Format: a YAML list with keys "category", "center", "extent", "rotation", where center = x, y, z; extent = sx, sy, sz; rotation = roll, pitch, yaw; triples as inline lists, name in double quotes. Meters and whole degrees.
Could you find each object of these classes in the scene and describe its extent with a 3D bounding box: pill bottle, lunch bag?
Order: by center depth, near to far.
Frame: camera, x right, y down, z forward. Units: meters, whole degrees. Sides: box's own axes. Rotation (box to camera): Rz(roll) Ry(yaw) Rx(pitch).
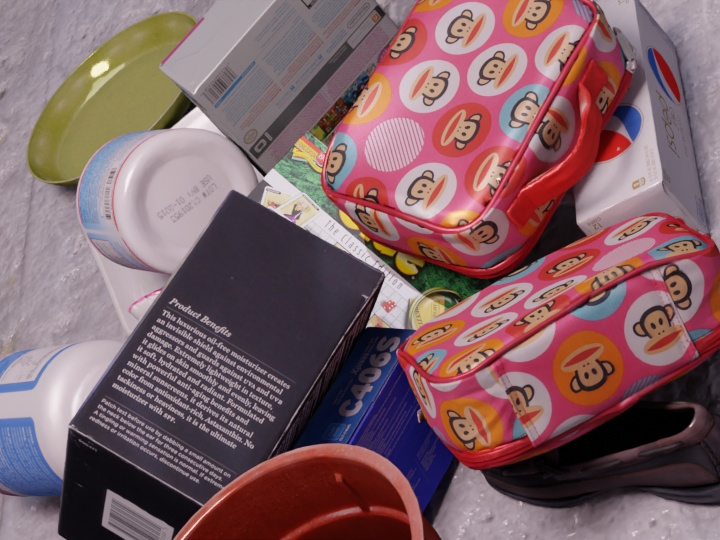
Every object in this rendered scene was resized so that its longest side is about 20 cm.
- category: "lunch bag"
  center: [0.122, 0.036, 1.325]
  extent: [0.200, 0.082, 0.176]
  rotation: [-27, 14, -5]
- category: "lunch bag"
  center: [0.086, -0.099, 1.425]
  extent: [0.176, 0.082, 0.200]
  rotation: [20, 72, 42]
- category: "pill bottle"
  center: [-0.206, 0.109, 1.572]
  extent: [0.200, 0.112, 0.112]
  rotation: [-8, 49, 52]
- category: "pill bottle"
  center: [-0.153, -0.053, 1.626]
  extent: [0.109, 0.109, 0.200]
  rotation: [-52, 17, -10]

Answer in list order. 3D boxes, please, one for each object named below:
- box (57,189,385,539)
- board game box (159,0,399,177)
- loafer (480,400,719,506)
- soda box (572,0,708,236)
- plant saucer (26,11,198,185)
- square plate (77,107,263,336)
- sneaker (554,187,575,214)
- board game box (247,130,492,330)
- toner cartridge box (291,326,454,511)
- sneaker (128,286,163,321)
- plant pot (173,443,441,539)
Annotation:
- category: "box"
  center: [-0.095, 0.089, 1.394]
  extent: [0.198, 0.123, 0.200]
  rotation: [-57, -6, -28]
- category: "board game box"
  center: [-0.031, -0.133, 1.587]
  extent: [0.148, 0.200, 0.064]
  rotation: [-48, 38, -6]
- category: "loafer"
  center: [0.146, 0.101, 1.311]
  extent: [0.200, 0.063, 0.072]
  rotation: [-3, 54, 42]
- category: "soda box"
  center: [0.182, -0.096, 1.466]
  extent: [0.068, 0.064, 0.200]
  rotation: [-27, 39, 24]
- category: "plant saucer"
  center: [-0.210, -0.146, 1.902]
  extent: [0.200, 0.031, 0.200]
  rotation: [-28, 36, 23]
- category: "square plate"
  center: [-0.132, -0.056, 1.753]
  extent: [0.200, 0.028, 0.198]
  rotation: [-40, 36, 6]
- category: "sneaker"
  center: [0.066, -0.065, 1.521]
  extent: [0.200, 0.073, 0.071]
  rotation: [-3, 92, 43]
- category: "board game box"
  center: [0.000, 0.000, 1.498]
  extent: [0.200, 0.023, 0.105]
  rotation: [40, 83, 21]
- category: "toner cartridge box"
  center: [-0.005, 0.140, 1.360]
  extent: [0.043, 0.095, 0.200]
  rotation: [2, 47, 39]
- category: "sneaker"
  center: [-0.063, 0.033, 1.571]
  extent: [0.200, 0.088, 0.081]
  rotation: [-17, 3, 9]
- category: "plant pot"
  center: [0.005, 0.233, 1.208]
  extent: [0.201, 0.195, 0.201]
  rotation: [-25, 41, 24]
